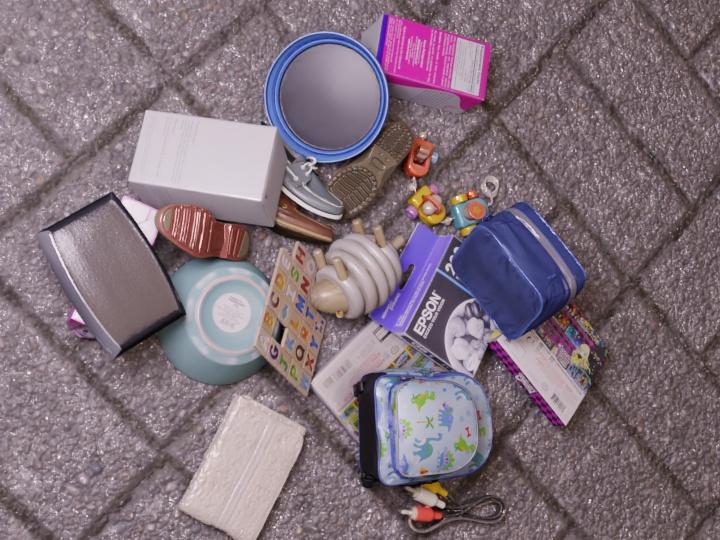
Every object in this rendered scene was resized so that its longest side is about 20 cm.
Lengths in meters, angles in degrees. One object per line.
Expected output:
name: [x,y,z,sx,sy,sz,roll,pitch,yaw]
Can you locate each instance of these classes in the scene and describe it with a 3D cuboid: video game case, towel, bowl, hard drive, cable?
video game case: [0.040,0.182,1.635,0.200,0.023,0.182,-43,100,-20]
towel: [-0.177,0.301,1.535,0.132,0.034,0.201,31,76,-13]
video game case: [0.322,0.130,1.708,0.200,0.036,0.181,49,57,-15]
bowl: [-0.051,-0.272,1.587,0.199,0.039,0.202,2,101,10]
hard drive: [-0.337,0.005,1.378,0.134,0.042,0.201,-32,96,-20]
bowl: [-0.200,0.071,1.512,0.199,0.105,0.203,2,84,-21]
cable: [0.151,0.392,1.637,0.199,0.050,0.098,18,73,-16]

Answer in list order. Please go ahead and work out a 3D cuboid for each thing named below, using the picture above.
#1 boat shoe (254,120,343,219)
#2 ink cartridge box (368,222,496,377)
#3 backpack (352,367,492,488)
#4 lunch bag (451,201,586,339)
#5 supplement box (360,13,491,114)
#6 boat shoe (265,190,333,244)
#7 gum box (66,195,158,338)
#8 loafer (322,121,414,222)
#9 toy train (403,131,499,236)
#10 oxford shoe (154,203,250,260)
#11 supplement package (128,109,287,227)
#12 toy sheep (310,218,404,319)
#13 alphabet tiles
boat shoe: [-0.100,-0.156,1.566,0.200,0.073,0.062,38,109,4]
ink cartridge box: [0.139,0.048,1.661,0.199,0.043,0.199,34,66,-13]
backpack: [0.107,0.241,1.564,0.199,0.147,0.185,-2,87,-24]
lunch bag: [0.253,-0.009,1.620,0.132,0.136,0.201,-25,72,-34]
supplement box: [0.103,-0.338,1.669,0.199,0.101,0.104,13,80,-19]
boat shoe: [-0.128,-0.097,1.573,0.199,0.072,0.068,22,79,-14]
gum box: [-0.357,0.003,1.455,0.066,0.113,0.201,24,76,-16]
loafer: [0.009,-0.156,1.636,0.200,0.067,0.076,-43,95,-3]
toy train: [0.149,-0.143,1.689,0.199,0.056,0.151,22,76,-17]
oxford shoe: [-0.245,-0.053,1.474,0.200,0.073,0.071,27,74,-60]
supplement package: [-0.219,-0.148,1.479,0.198,0.117,0.118,9,73,6]
toy sheep: [0.000,0.000,1.582,0.200,0.138,0.138,-35,97,-25]
alphabet tiles: [-0.097,0.066,1.541,0.167,0.007,0.201,52,44,-48]
